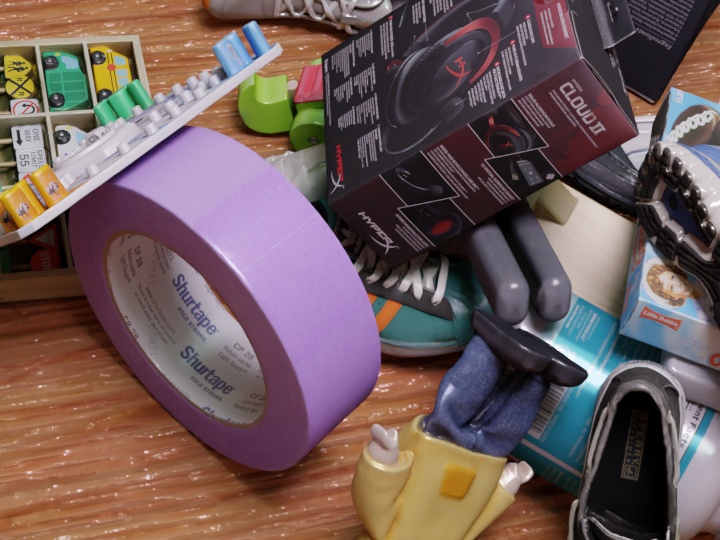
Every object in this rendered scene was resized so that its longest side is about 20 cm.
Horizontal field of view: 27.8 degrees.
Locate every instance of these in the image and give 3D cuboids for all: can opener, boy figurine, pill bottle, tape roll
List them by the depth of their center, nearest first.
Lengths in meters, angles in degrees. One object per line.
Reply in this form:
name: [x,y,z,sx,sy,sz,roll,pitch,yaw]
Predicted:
boy figurine: [0.044,0.122,0.834,0.124,0.201,0.064,26,7,-40]
tape roll: [-0.082,0.018,0.854,0.200,0.201,0.065,42,58,16]
pill bottle: [0.167,0.098,0.912,0.199,0.111,0.111,31,56,8]
can opener: [0.085,-0.047,0.918,0.053,0.068,0.201,-4,33,-10]

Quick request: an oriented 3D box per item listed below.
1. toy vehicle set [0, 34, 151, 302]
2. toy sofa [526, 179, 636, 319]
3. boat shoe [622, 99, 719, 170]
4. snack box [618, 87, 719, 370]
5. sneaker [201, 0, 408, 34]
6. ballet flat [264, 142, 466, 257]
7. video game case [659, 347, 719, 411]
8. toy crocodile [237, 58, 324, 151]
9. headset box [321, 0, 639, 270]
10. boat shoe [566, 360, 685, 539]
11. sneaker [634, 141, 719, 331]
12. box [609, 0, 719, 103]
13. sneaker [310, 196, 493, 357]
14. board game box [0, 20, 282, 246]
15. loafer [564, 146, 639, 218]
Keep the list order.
toy vehicle set: [-0.198,-0.074,0.995,0.123,0.027,0.202,-6,59,-16]
toy sofa: [0.184,0.017,0.997,0.198,0.098,0.083,30,79,7]
boat shoe: [0.272,-0.097,1.085,0.197,0.074,0.066,-5,62,-16]
snack box: [0.231,-0.022,0.906,0.115,0.037,0.201,19,47,-1]
sneaker: [-0.021,-0.214,1.101,0.198,0.076,0.093,-17,66,-21]
ballet flat: [-0.005,-0.057,1.003,0.197,0.072,0.073,6,56,-8]
video game case: [0.284,0.027,0.922,0.180,0.023,0.201,21,46,-1]
toy crocodile: [0.009,-0.121,1.035,0.197,0.062,0.068,4,55,13]
headset box: [0.076,-0.115,0.896,0.075,0.199,0.150,43,28,-37]
boat shoe: [0.148,0.155,0.834,0.070,0.203,0.064,5,10,14]
sneaker: [0.239,-0.002,0.813,0.088,0.079,0.201,-13,57,-23]
box: [0.241,-0.260,1.108,0.106,0.201,0.149,30,55,10]
sneaker: [0.000,0.000,0.944,0.197,0.080,0.072,9,56,4]
board game box: [-0.166,-0.073,0.874,0.200,0.199,0.026,-41,107,-30]
loafer: [0.148,-0.111,1.042,0.071,0.068,0.201,-51,56,8]
